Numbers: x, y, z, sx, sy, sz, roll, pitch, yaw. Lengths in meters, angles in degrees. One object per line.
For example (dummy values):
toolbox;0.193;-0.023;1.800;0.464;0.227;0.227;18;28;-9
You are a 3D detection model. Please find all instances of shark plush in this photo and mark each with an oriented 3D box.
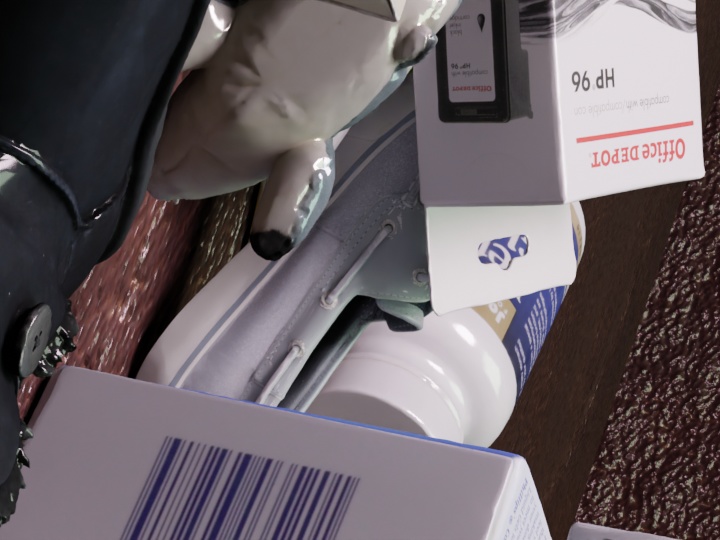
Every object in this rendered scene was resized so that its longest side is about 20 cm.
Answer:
shark plush;-0.006;-0.097;0.952;0.200;0.091;0.083;-50;179;9

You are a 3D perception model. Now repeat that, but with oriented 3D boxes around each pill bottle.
pill bottle;0.035;0.028;1.378;0.200;0.110;0.111;-62;164;-46

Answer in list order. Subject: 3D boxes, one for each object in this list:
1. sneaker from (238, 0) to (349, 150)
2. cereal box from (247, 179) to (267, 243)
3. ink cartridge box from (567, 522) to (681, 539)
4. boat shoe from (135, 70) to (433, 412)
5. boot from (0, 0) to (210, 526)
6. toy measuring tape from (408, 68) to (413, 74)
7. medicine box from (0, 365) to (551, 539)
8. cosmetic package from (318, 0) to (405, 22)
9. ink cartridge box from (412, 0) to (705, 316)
sneaker;0.015;-0.119;1.073;0.099;0.075;0.201;35;69;-41
cereal box;0.001;-0.081;1.228;0.144;0.039;0.201;-44;149;-65
ink cartridge box;0.101;0.198;1.003;0.200;0.047;0.161;48;54;-60
boat shoe;0.000;0.000;1.088;0.201;0.071;0.070;-48;165;-3
boot;-0.099;-0.025;0.721;0.201;0.076;0.169;105;6;-45
toy measuring tape;0.054;-0.106;1.166;0.074;0.073;0.201;61;52;-75
medicine box;-0.022;0.143;0.985;0.200;0.181;0.103;70;36;-51
cosmetic package;-0.007;-0.192;0.864;0.073;0.103;0.201;55;54;-75
ink cartridge box;0.076;-0.088;1.051;0.116;0.068;0.201;-12;100;-55
